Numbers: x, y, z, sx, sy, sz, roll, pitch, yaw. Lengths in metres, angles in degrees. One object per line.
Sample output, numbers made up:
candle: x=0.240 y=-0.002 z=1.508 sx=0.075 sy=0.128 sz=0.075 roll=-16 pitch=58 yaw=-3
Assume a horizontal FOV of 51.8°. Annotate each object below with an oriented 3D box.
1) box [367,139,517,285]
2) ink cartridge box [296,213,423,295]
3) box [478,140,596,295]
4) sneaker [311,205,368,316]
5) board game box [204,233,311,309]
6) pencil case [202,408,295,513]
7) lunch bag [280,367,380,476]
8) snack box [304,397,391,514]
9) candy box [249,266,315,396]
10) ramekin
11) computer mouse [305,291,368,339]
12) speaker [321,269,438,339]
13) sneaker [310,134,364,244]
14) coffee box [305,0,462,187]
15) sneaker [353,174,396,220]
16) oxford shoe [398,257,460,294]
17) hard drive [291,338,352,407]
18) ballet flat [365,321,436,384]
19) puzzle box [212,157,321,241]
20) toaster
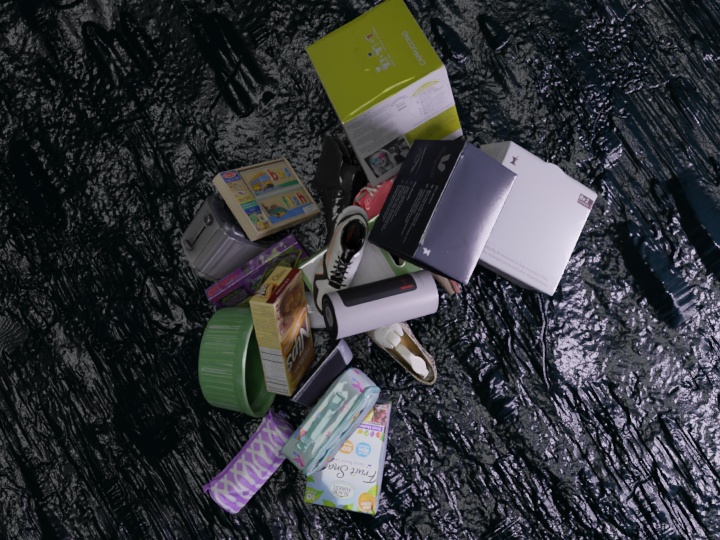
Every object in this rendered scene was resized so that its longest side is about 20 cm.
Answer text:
box: x=0.131 y=-0.103 z=1.238 sx=0.116 sy=0.199 sz=0.200 roll=26 pitch=90 yaw=-23
ink cartridge box: x=0.000 y=0.000 z=1.369 sx=0.198 sy=0.048 sz=0.147 roll=-33 pitch=100 yaw=0
box: x=0.277 y=-0.093 z=1.322 sx=0.196 sy=0.131 sz=0.204 roll=26 pitch=89 yaw=-16
sneaker: x=-0.037 y=-0.013 z=1.302 sx=0.072 sy=0.080 sz=0.205 roll=15 pitch=100 yaw=-8
board game box: x=-0.184 y=0.017 z=1.408 sx=0.197 sy=0.120 sz=0.033 roll=-32 pitch=64 yaw=3
pencil case: x=-0.202 y=0.360 z=1.402 sx=0.085 sy=0.084 sz=0.201 roll=39 pitch=90 yaw=-29
lunch bag: x=-0.051 y=0.268 z=1.302 sx=0.077 sy=0.160 sz=0.201 roll=38 pitch=88 yaw=10
snack box: x=-0.022 y=0.340 z=1.399 sx=0.138 sy=0.053 sz=0.206 roll=8 pitch=86 yaw=8
candy box: x=-0.139 y=0.110 z=1.347 sx=0.054 sy=0.116 sz=0.204 roll=7 pitch=124 yaw=21
ramekin: x=-0.219 y=0.162 z=1.367 sx=0.095 sy=0.200 sz=0.206 roll=3 pitch=86 yaw=14
computer mouse: x=-0.077 y=0.078 z=1.428 sx=0.194 sy=0.044 sz=0.113 roll=-2 pitch=87 yaw=6
speaker: x=0.036 y=0.058 z=1.294 sx=0.195 sy=0.081 sz=0.083 roll=-13 pitch=85 yaw=-19
sneaker: x=-0.054 y=-0.149 z=1.433 sx=0.103 sy=0.060 sz=0.204 roll=24 pitch=105 yaw=28
coffee box: x=0.045 y=-0.321 z=1.333 sx=0.197 sy=0.198 sz=0.203 roll=-28 pitch=59 yaw=4
sneaker: x=0.032 y=-0.137 z=1.396 sx=0.073 sy=0.086 sz=0.205 roll=14 pitch=87 yaw=51
oxford shoe: x=0.110 y=-0.025 z=1.393 sx=0.074 sy=0.071 sz=0.201 roll=-38 pitch=99 yaw=11
hard drive: x=-0.066 y=0.184 z=1.341 sx=0.042 sy=0.200 sz=0.135 roll=41 pitch=89 yaw=0
ballet flat: x=0.075 y=0.137 z=1.352 sx=0.068 sy=0.075 sz=0.200 roll=-43 pitch=111 yaw=3
puzzle box: x=-0.171 y=-0.138 z=1.386 sx=0.025 sy=0.199 sz=0.134 roll=-39 pitch=83 yaw=35
toaster: x=-0.240 y=-0.053 z=1.392 sx=0.129 sy=0.198 sz=0.115 roll=-43 pitch=63 yaw=21
